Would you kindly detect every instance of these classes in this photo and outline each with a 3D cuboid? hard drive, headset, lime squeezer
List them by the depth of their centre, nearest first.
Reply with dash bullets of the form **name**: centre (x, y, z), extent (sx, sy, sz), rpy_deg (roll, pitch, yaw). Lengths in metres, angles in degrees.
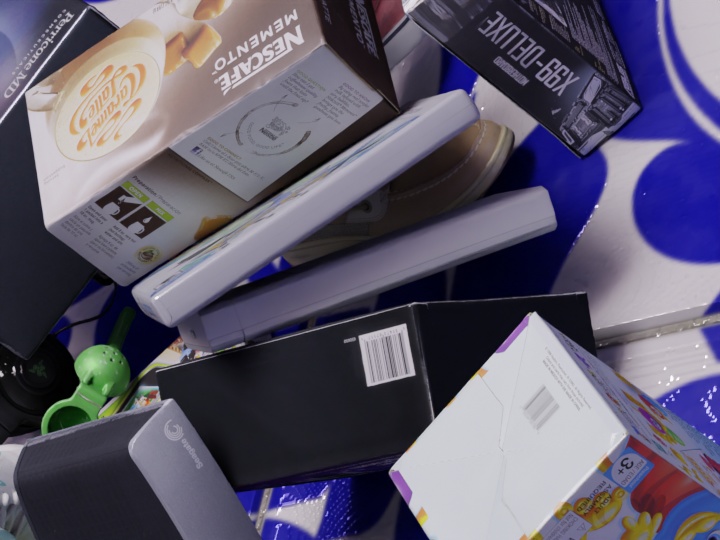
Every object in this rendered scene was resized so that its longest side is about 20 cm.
- **hard drive**: centre (-0.104, 0.173, 1.560), extent (0.134, 0.201, 0.042), rpy_deg (-16, 17, 41)
- **hard drive**: centre (0.000, 0.000, 1.584), extent (0.199, 0.027, 0.132), rpy_deg (-20, 3, -9)
- **lime squeezer**: centre (-0.180, 0.087, 1.788), extent (0.070, 0.038, 0.201), rpy_deg (-23, 34, 50)
- **headset**: centre (-0.233, 0.063, 1.869), extent (0.200, 0.094, 0.123), rpy_deg (-50, 9, -13)

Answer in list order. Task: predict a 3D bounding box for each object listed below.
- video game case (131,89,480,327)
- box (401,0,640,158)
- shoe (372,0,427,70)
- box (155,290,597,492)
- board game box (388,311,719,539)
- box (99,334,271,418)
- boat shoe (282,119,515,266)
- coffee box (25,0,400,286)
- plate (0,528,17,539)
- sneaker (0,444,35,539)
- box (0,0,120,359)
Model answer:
- **video game case**: centre (-0.035, -0.035, 1.578), extent (0.199, 0.022, 0.182), rpy_deg (-35, 5, -6)
- **box**: centre (0.077, -0.180, 1.665), extent (0.050, 0.157, 0.201), rpy_deg (-39, 38, 22)
- **shoe**: centre (-0.040, -0.129, 1.728), extent (0.071, 0.091, 0.200), rpy_deg (-24, 18, 47)
- **box**: centre (0.010, 0.067, 1.542), extent (0.199, 0.141, 0.079), rpy_deg (-16, 84, 44)
- **board game box**: centre (0.128, 0.126, 1.310), extent (0.103, 0.200, 0.105), rpy_deg (-48, 36, 10)
- **box**: centre (-0.128, 0.116, 1.773), extent (0.200, 0.035, 0.110), rpy_deg (-42, 37, 18)
- **boat shoe**: centre (0.006, -0.057, 1.719), extent (0.199, 0.065, 0.072), rpy_deg (-17, 37, 45)
- **coffee box**: centre (-0.087, -0.096, 1.637), extent (0.199, 0.080, 0.115), rpy_deg (-31, 47, 20)
- **plate**: centre (-0.156, 0.233, 1.588), extent (0.025, 0.201, 0.201), rpy_deg (-21, 40, 2)
- **sneaker**: centre (-0.234, 0.140, 1.683), extent (0.080, 0.199, 0.071), rpy_deg (33, 106, 51)
- **box**: centre (-0.223, -0.081, 1.826), extent (0.200, 0.123, 0.198), rpy_deg (-53, 31, -2)
